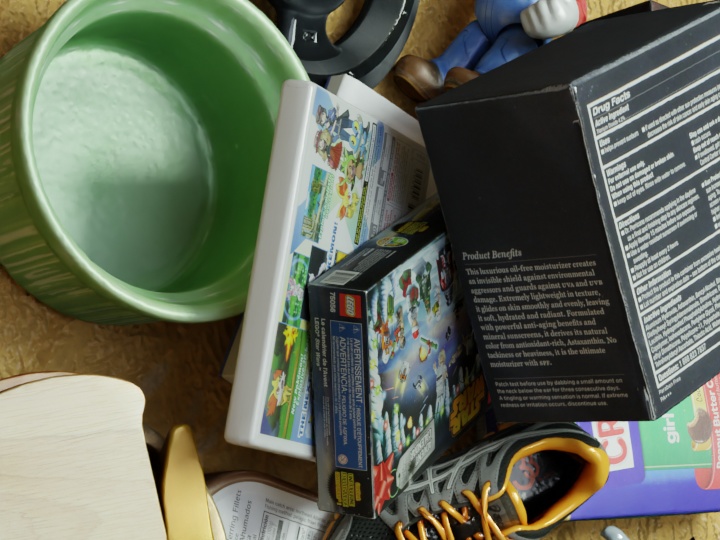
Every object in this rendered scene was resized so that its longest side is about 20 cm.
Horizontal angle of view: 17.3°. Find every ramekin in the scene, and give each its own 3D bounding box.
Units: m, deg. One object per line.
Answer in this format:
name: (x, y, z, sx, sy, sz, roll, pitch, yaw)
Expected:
ramekin: (-0.126, -0.063, 1.346, 0.199, 0.098, 0.201, 8, 76, -35)

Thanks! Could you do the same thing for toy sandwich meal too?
toy sandwich meal: (-0.152, 0.150, 1.278, 0.204, 0.070, 0.206, 7, 72, -21)

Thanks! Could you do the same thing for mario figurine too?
mario figurine: (0.099, -0.190, 1.523, 0.123, 0.106, 0.200, 33, 70, 16)

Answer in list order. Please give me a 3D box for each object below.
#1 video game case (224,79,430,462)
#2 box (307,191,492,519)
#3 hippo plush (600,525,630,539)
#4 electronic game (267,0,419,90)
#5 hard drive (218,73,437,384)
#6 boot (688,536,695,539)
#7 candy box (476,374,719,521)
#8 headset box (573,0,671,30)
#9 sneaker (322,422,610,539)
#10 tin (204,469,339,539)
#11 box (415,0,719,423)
video game case: (-0.015, 0.009, 1.354, 0.182, 0.022, 0.201, 23, 75, -65)
box: (0.031, 0.043, 1.389, 0.200, 0.040, 0.138, -37, 130, -58)
hippo plush: (0.235, 0.285, 1.500, 0.200, 0.159, 0.161, 39, 69, -43)
electronic game: (-0.035, -0.195, 1.460, 0.199, 0.042, 0.201, -5, 98, -42)
hard drive: (0.000, 0.000, 1.452, 0.132, 0.025, 0.201, 31, 69, -33)
boot: (0.125, 0.219, 1.394, 0.198, 0.162, 0.074, -27, 104, -40)
candy box: (0.170, 0.077, 1.548, 0.199, 0.077, 0.170, 0, 82, -35)
headset box: (0.237, -0.082, 1.619, 0.200, 0.077, 0.150, 14, 71, -40)
sneaker: (0.060, 0.143, 1.392, 0.200, 0.077, 0.078, -32, 101, -17)
tin: (-0.036, 0.185, 1.400, 0.200, 0.042, 0.112, 23, 63, -31)
box: (0.154, -0.038, 1.404, 0.200, 0.123, 0.199, -28, 108, -47)
